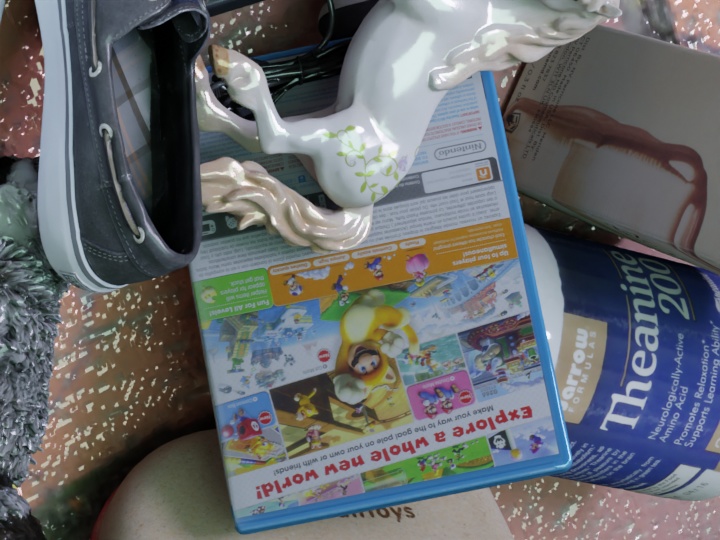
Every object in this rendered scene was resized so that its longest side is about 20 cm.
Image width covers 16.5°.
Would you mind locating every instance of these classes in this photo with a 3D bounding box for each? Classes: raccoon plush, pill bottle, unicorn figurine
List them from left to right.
[{"bbox_3d":[-0.137,0.046,1.015,0.134,0.097,0.200,-28,102,-39],"label":"raccoon plush"},{"bbox_3d":[0.016,-0.093,1.015,0.137,0.074,0.200,29,113,-12],"label":"unicorn figurine"},{"bbox_3d":[0.086,0.038,1.140,0.200,0.111,0.111,13,97,-30],"label":"pill bottle"}]

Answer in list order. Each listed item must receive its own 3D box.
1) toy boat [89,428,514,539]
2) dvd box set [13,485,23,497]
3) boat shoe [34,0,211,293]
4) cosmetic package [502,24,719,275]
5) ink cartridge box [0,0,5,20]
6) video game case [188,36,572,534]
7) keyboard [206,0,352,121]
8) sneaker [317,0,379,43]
[{"bbox_3d":[-0.031,0.151,1.121,0.200,0.131,0.131,3,131,-28],"label":"toy boat"},{"bbox_3d":[-0.233,0.105,1.003,0.200,0.029,0.146,1,75,-28],"label":"dvd box set"},{"bbox_3d":[-0.089,-0.092,0.978,0.070,0.066,0.200,14,74,-54],"label":"boat shoe"},{"bbox_3d":[0.156,-0.045,1.102,0.103,0.200,0.087,23,91,-30],"label":"cosmetic package"},{"bbox_3d":[-0.162,-0.139,0.898,0.041,0.200,0.200,11,81,4],"label":"ink cartridge box"},{"bbox_3d":[0.000,0.000,1.053,0.143,0.018,0.200,-11,77,1],"label":"video game case"},{"bbox_3d":[-0.019,-0.134,1.044,0.200,0.021,0.127,-18,100,-1],"label":"keyboard"},{"bbox_3d":[0.060,-0.166,1.110,0.200,0.072,0.083,-30,77,-8],"label":"sneaker"}]
